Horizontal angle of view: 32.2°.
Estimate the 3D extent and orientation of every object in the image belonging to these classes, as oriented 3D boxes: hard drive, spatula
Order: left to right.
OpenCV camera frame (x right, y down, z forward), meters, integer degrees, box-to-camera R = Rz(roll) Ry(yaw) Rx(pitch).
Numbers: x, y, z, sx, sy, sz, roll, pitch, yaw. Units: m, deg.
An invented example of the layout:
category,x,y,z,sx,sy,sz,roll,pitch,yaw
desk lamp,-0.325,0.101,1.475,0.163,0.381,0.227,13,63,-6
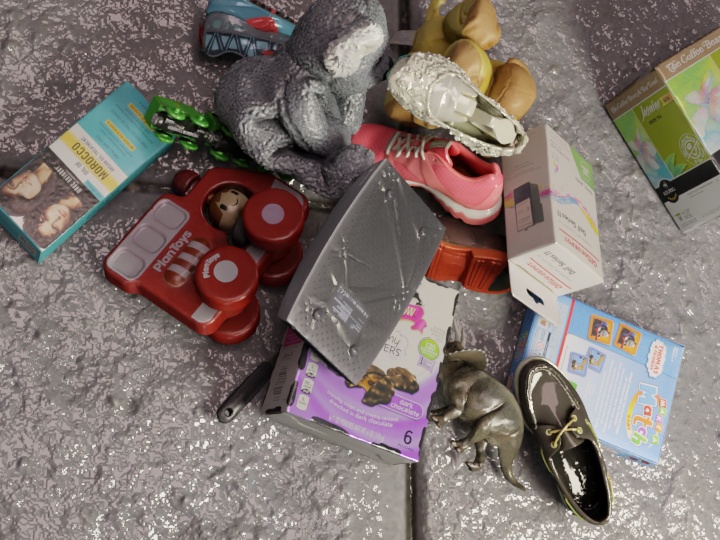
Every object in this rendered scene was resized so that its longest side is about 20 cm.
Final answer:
category,x,y,z,sx,sy,sz,roll,pitch,yaw
spatula,-0.087,0.094,1.365,0.057,0.021,0.200,47,68,-9
hard drive,0.000,0.000,1.282,0.135,0.042,0.201,45,67,-37

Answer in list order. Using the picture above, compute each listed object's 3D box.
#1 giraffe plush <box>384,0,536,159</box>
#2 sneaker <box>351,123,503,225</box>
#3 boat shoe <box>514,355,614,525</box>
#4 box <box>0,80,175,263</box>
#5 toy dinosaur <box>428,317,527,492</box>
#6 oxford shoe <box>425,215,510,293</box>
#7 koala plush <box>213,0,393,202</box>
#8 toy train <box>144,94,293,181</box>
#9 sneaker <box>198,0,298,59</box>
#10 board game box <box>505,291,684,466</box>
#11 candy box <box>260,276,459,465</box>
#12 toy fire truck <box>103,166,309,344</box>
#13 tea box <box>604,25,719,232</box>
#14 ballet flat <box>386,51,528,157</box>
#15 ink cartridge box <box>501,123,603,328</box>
category,x,y,z,sx,sy,sz,roll,pitch,yaw
giraffe plush,0.132,-0.216,1.456,0.161,0.200,0.173,31,103,-25
sneaker,0.077,-0.131,1.423,0.198,0.087,0.074,24,60,7
boat shoe,0.233,0.190,1.399,0.071,0.061,0.203,-26,102,-4
box,-0.295,-0.107,1.330,0.082,0.049,0.200,46,67,-3
toy dinosaur,0.135,0.158,1.390,0.102,0.077,0.200,-40,83,-6
oxford shoe,0.087,-0.031,1.443,0.198,0.072,0.073,17,42,-10
koala plush,-0.039,-0.211,1.306,0.182,0.201,0.178,20,38,-21
toy train,-0.145,-0.144,1.362,0.199,0.056,0.042,15,115,-38
sneaker,-0.095,-0.242,1.431,0.199,0.079,0.096,25,97,-18
board game box,0.276,0.125,1.472,0.198,0.037,0.153,22,71,-11
candy box,0.002,0.088,1.357,0.167,0.071,0.202,23,71,-23
toy fire truck,-0.156,-0.032,1.336,0.167,0.112,0.201,32,67,11
tea box,0.452,-0.191,1.558,0.199,0.134,0.198,-32,88,-23
ballet flat,0.112,-0.172,1.315,0.199,0.071,0.073,23,67,-45
ink cartridge box,0.221,-0.050,1.432,0.117,0.067,0.202,31,49,-44
